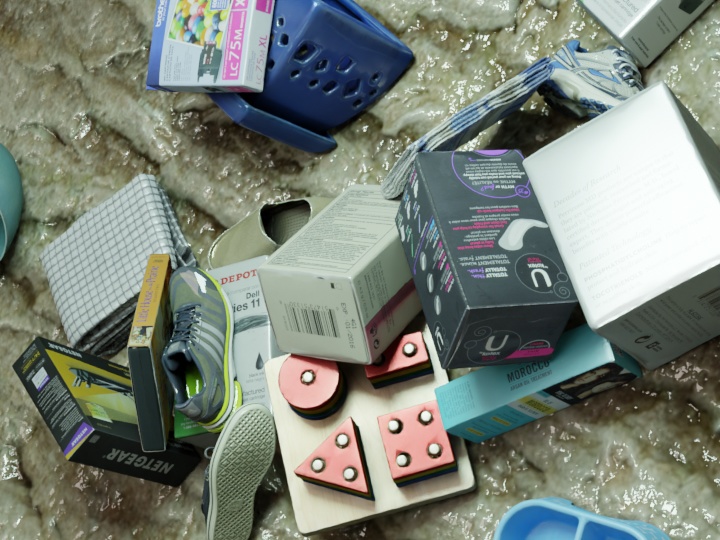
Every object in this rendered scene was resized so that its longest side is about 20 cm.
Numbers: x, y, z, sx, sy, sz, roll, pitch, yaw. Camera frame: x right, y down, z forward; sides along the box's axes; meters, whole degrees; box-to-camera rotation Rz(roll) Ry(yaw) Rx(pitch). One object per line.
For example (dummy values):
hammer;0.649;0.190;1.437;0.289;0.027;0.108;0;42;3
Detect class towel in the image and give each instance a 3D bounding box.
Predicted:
towel;0.114;-0.150;1.586;0.199;0.147;0.024;-34;84;-21
towel;-0.303;-0.006;1.880;0.199;0.085;0.166;-36;56;19

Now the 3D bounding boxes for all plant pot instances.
plant pot;-0.092;-0.264;1.769;0.200;0.199;0.180;45;106;35
plant pot;-0.544;-0.113;2.024;0.199;0.201;0.135;-11;30;29

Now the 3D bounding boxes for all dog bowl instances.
dog bowl;0.219;0.289;1.462;0.199;0.049;0.112;12;80;35

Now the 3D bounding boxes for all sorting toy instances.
sorting toy;0.003;0.159;1.585;0.197;0.070;0.202;-16;68;5

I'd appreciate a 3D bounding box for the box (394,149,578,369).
box;0.122;-0.013;1.476;0.106;0.121;0.201;107;154;-49

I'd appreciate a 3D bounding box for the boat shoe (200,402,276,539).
boat shoe;-0.143;0.226;1.665;0.062;0.074;0.201;-122;37;-49

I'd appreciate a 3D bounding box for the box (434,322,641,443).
box;0.183;0.117;1.525;0.199;0.082;0.050;-25;63;23

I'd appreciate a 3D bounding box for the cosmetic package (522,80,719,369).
cosmetic package;0.293;-0.041;1.457;0.166;0.167;0.201;-30;59;20

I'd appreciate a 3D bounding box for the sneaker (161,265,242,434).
sneaker;-0.187;0.082;1.670;0.074;0.081;0.201;-26;62;22

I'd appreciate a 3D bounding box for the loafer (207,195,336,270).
loafer;-0.110;-0.046;1.777;0.199;0.068;0.076;-24;62;24

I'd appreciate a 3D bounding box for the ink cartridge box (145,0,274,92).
ink cartridge box;-0.185;-0.268;1.702;0.199;0.042;0.121;6;87;43

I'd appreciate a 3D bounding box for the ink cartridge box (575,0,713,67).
ink cartridge box;0.325;-0.348;1.595;0.200;0.084;0.146;-45;56;11

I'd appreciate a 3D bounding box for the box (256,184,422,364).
box;0.000;0.000;1.602;0.127;0.110;0.200;6;32;34

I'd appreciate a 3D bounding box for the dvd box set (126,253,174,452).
dvd box set;-0.237;0.093;1.717;0.029;0.147;0.201;-3;30;2

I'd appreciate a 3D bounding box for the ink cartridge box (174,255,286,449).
ink cartridge box;-0.142;0.097;1.738;0.146;0.083;0.202;-15;66;28

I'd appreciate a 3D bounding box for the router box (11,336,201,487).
router box;-0.298;0.169;1.741;0.052;0.200;0.157;-47;56;11

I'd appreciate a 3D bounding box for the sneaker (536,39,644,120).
sneaker;0.271;-0.199;1.579;0.085;0.077;0.200;-50;47;-5
